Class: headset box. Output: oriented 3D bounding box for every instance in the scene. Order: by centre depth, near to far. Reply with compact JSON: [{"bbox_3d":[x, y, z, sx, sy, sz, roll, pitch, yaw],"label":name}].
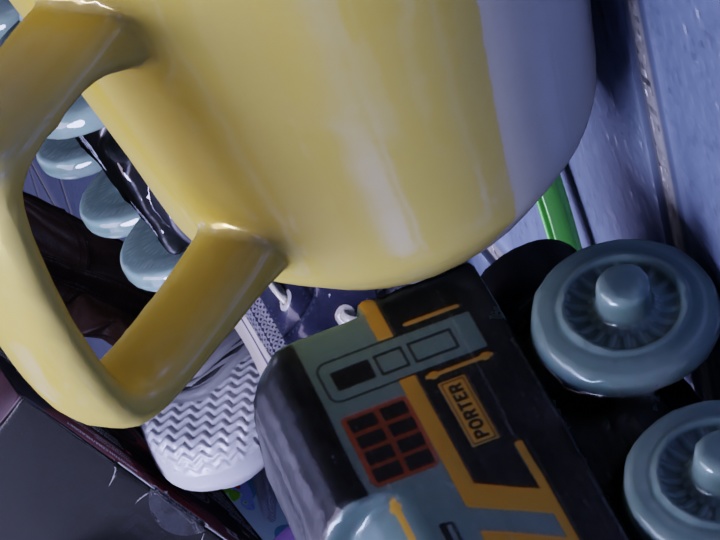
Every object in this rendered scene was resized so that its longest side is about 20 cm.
[{"bbox_3d":[-0.111,0.086,1.055,0.149,0.075,0.200,39,-179,-28],"label":"headset box"}]

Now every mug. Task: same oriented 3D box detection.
[{"bbox_3d":[-0.027,-0.066,0.669,0.150,0.186,0.153,50,168,43],"label":"mug"}]

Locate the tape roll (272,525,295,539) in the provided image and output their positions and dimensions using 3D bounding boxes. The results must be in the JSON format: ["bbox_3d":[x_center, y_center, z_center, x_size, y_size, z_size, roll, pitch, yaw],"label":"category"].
[{"bbox_3d":[0.023,0.176,0.934,0.200,0.085,0.200,45,168,12],"label":"tape roll"}]

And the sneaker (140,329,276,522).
[{"bbox_3d":[-0.025,0.052,1.071,0.200,0.075,0.115,-77,-32,-63],"label":"sneaker"}]

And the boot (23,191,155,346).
[{"bbox_3d":[-0.110,0.009,1.227,0.064,0.199,0.186,-67,21,4],"label":"boot"}]

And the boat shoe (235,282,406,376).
[{"bbox_3d":[0.000,0.000,0.948,0.200,0.074,0.093,49,142,37],"label":"boat shoe"}]

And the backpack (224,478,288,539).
[{"bbox_3d":[-0.067,0.168,1.256,0.147,0.199,0.183,111,143,-46],"label":"backpack"}]

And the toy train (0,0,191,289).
[{"bbox_3d":[-0.051,-0.068,0.885,0.085,0.114,0.200,60,173,-28],"label":"toy train"}]

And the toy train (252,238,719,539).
[{"bbox_3d":[0.054,0.077,0.667,0.085,0.114,0.200,81,165,-50],"label":"toy train"}]

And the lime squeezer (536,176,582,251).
[{"bbox_3d":[0.013,-0.064,0.771,0.200,0.071,0.038,42,156,-10],"label":"lime squeezer"}]
